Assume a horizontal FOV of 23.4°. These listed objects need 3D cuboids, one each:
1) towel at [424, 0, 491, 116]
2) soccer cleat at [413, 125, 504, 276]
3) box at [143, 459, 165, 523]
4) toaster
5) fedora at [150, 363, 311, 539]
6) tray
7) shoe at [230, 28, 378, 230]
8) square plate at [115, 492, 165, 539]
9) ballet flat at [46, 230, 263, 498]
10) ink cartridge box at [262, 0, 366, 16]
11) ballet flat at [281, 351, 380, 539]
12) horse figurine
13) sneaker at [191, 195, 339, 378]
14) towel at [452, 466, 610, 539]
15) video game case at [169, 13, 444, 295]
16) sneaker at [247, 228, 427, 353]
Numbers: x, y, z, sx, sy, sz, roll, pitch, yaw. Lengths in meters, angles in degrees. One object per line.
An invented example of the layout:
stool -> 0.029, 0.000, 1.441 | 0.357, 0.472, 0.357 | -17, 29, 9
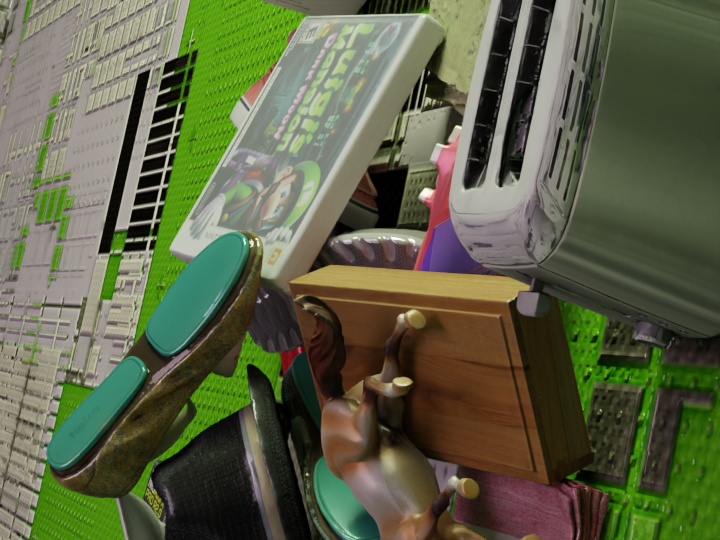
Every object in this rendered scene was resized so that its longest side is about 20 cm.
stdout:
towel -> 0.091, -0.194, 1.089 | 0.148, 0.036, 0.201 | -140, 65, -67
soccer cleat -> 0.063, 0.009, 1.005 | 0.067, 0.076, 0.201 | -43, -29, -53
box -> -0.145, 0.260, 1.384 | 0.200, 0.044, 0.161 | 34, 108, 67
toaster -> 0.125, -0.070, 0.803 | 0.114, 0.129, 0.201 | 5, 82, 67
fedora -> -0.081, 0.159, 1.112 | 0.201, 0.091, 0.201 | 165, 90, -87
tray -> 0.038, 0.053, 0.950 | 0.200, 0.037, 0.099 | 4, 112, 56
shoe -> -0.026, -0.107, 1.275 | 0.091, 0.071, 0.200 | -55, 37, 10
square plate -> -0.119, 0.258, 1.184 | 0.200, 0.028, 0.199 | 85, 168, -70
ballet flat -> -0.117, 0.063, 1.102 | 0.200, 0.071, 0.071 | -51, 24, 2
ink cartridge box -> -0.021, -0.303, 1.311 | 0.200, 0.125, 0.129 | 135, 143, -53
ballet flat -> -0.006, 0.131, 1.111 | 0.200, 0.074, 0.074 | -105, 36, -54
horse figurine -> 0.021, 0.105, 0.925 | 0.200, 0.050, 0.133 | 60, 147, 14
sneaker -> -0.076, 0.008, 1.268 | 0.200, 0.115, 0.078 | -95, 28, -43
towel -> 0.064, 0.201, 0.916 | 0.144, 0.023, 0.201 | 0, 74, 68
video game case -> -0.041, -0.085, 1.170 | 0.200, 0.023, 0.182 | -60, 28, -8
sneaker -> 0.000, 0.000, 1.143 | 0.200, 0.082, 0.075 | -9, 110, 49
